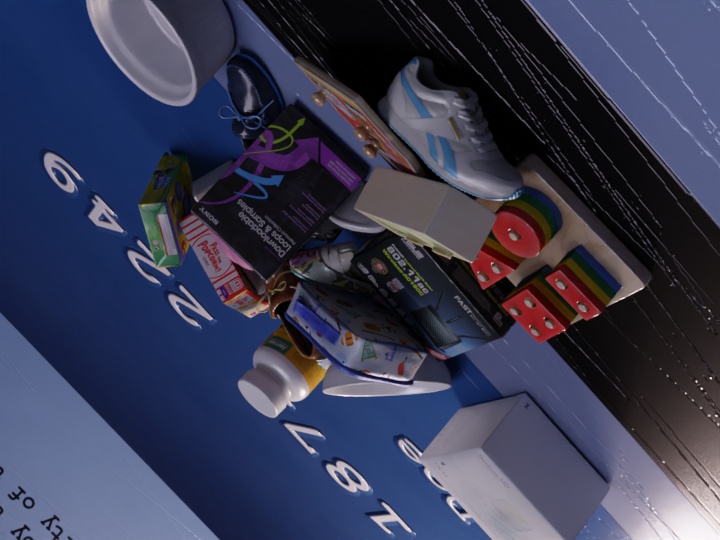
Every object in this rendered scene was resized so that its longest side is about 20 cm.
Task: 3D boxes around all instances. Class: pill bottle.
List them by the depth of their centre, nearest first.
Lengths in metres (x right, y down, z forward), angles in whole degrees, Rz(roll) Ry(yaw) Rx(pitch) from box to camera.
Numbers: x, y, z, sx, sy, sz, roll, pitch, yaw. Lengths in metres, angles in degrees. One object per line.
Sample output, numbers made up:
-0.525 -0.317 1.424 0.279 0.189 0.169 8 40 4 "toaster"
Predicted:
-0.104 0.141 1.868 0.113 0.200 0.113 33 151 21 "pill bottle"

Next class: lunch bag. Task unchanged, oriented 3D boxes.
-0.013 0.087 1.613 0.160 0.076 0.200 12 -163 -41 "lunch bag"

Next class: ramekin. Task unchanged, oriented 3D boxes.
-0.263 -0.330 1.534 0.200 0.098 0.201 32 151 21 "ramekin"

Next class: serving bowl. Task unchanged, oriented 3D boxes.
0.039 0.151 1.754 0.200 0.200 0.066 -23 67 61 "serving bowl"

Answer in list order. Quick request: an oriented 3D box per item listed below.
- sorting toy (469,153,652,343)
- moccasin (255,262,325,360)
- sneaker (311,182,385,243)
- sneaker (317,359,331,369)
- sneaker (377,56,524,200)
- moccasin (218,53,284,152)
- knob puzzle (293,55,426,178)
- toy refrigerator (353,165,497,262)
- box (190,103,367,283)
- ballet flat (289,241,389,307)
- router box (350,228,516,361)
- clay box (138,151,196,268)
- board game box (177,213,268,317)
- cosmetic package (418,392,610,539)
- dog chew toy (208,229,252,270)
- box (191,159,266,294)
0.208 -0.013 1.364 0.199 0.070 0.200 46 153 -2 "sorting toy"
-0.108 0.049 1.728 0.074 0.078 0.202 -37 70 32 "moccasin"
-0.027 -0.078 1.610 0.200 0.071 0.099 21 155 34 "sneaker"
-0.009 0.088 1.765 0.086 0.075 0.200 25 128 9 "sneaker"
0.107 -0.155 1.273 0.200 0.076 0.081 43 122 17 "sneaker"
-0.142 -0.202 1.581 0.080 0.068 0.200 19 144 40 "moccasin"
0.008 -0.163 1.391 0.220 0.030 0.220 44 179 1 "knob puzzle"
0.072 -0.067 1.363 0.076 0.070 0.200 30 178 -27 "toy refrigerator"
-0.109 -0.103 1.536 0.143 0.200 0.036 42 177 2 "box"
0.000 0.000 1.639 0.199 0.069 0.071 21 132 -10 "ballet flat"
0.101 0.021 1.551 0.200 0.062 0.150 48 145 -8 "router box"
-0.301 -0.105 1.839 0.047 0.200 0.115 -5 121 8 "clay box"
-0.217 -0.008 1.849 0.152 0.046 0.200 60 -179 10 "board game box"
0.229 0.307 1.732 0.199 0.123 0.200 47 152 -7 "cosmetic package"
-0.156 -0.063 1.649 0.125 0.124 0.200 59 -178 -26 "dog chew toy"
-0.180 -0.067 1.792 0.200 0.082 0.068 60 -179 -26 "box"
